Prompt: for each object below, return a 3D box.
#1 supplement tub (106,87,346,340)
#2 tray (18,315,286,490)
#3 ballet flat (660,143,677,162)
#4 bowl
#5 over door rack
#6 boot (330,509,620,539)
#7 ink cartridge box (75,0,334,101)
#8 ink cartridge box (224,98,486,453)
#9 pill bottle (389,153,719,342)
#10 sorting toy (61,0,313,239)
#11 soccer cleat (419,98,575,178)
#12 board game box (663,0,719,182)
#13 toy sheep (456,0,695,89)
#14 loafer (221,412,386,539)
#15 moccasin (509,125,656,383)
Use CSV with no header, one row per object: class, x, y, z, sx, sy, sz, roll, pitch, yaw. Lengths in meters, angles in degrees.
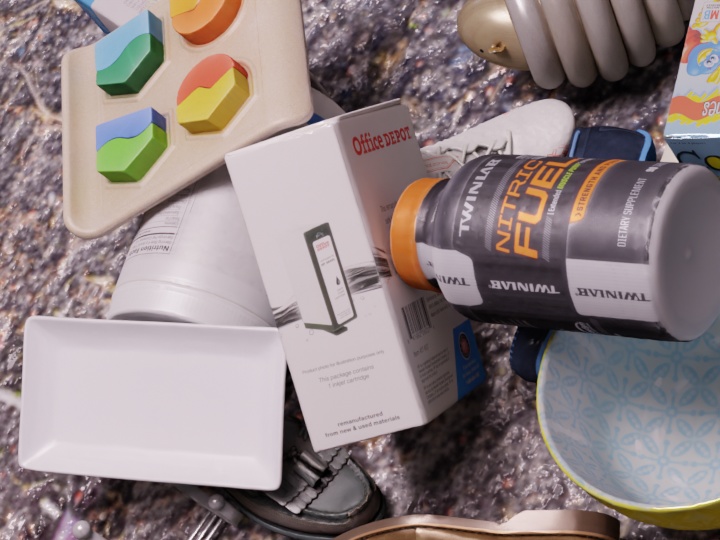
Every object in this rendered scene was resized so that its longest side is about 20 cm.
supplement tub,-0.088,-0.030,1.620,0.132,0.132,0.200,4,64,30
tray,-0.138,0.088,1.544,0.200,0.022,0.108,2,90,23
ballet flat,0.235,-0.085,1.515,0.067,0.064,0.200,-8,55,54
bowl,0.219,0.081,1.395,0.200,0.108,0.200,-17,51,22
over door rack,-0.197,0.180,1.590,0.200,0.067,0.148,27,75,37
boot,0.064,0.196,1.441,0.200,0.074,0.076,-5,69,23
ink cartridge box,-0.122,-0.169,1.734,0.068,0.115,0.200,-50,51,-6
ink cartridge box,0.000,0.000,1.486,0.084,0.146,0.200,-16,93,21
pill bottle,0.116,-0.016,1.386,0.200,0.106,0.106,4,63,36
sorting toy,-0.130,-0.134,1.605,0.200,0.036,0.185,-26,47,22
soccer cleat,0.059,-0.061,1.589,0.200,0.085,0.069,-33,51,7
board game box,0.273,-0.072,1.405,0.105,0.200,0.103,2,62,29
toy sheep,0.163,-0.196,1.590,0.200,0.138,0.138,-20,53,11
loafer,-0.070,0.122,1.552,0.200,0.063,0.072,24,59,38
moccasin,0.137,-0.010,1.528,0.068,0.081,0.200,16,56,20
